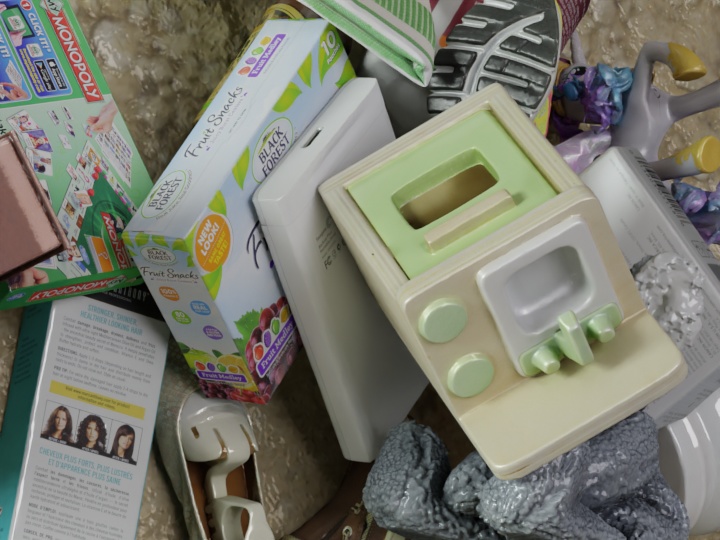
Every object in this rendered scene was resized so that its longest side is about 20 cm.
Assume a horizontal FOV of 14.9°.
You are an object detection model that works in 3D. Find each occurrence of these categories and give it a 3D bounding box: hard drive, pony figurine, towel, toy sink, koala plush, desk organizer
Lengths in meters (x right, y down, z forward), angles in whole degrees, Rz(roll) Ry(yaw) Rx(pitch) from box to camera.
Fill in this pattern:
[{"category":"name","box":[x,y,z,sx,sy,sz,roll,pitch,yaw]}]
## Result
[{"category":"hard drive","box":[0.000,0.000,1.707,0.132,0.027,0.200,-53,135,-42]},{"category":"pony figurine","box":[0.185,-0.070,1.870,0.166,0.200,0.194,9,88,-38]},{"category":"towel","box":[-0.017,-0.206,1.750,0.152,0.023,0.200,32,25,-24]},{"category":"toy sink","box":[0.080,0.002,1.591,0.130,0.200,0.112,-30,130,-3]},{"category":"koala plush","box":[0.129,0.080,1.683,0.183,0.177,0.201,21,75,-34]},{"category":"desk organizer","box":[-0.249,-0.009,1.540,0.077,0.200,0.072,-28,93,-33]}]

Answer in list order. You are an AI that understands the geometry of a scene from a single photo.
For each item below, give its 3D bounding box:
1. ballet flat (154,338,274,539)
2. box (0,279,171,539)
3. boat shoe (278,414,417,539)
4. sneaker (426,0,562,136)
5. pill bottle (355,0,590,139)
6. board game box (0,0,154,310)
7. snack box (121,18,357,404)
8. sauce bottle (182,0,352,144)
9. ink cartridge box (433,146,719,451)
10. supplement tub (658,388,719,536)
[{"category":"ballet flat","box":[-0.080,0.134,1.695,0.067,0.062,0.201,-9,82,-35]},{"category":"box","box":[-0.171,0.096,1.653,0.082,0.049,0.201,19,67,-26]},{"category":"boat shoe","box":[-0.013,0.176,1.723,0.075,0.075,0.203,18,63,-14]},{"category":"sneaker","box":[0.086,-0.085,1.752,0.090,0.078,0.201,5,103,-67]},{"category":"pill bottle","box":[0.089,-0.177,1.860,0.114,0.114,0.200,42,59,-17]},{"category":"board game box","box":[-0.201,-0.077,1.656,0.134,0.029,0.200,-10,67,-42]},{"category":"snack box","box":[-0.056,-0.039,1.687,0.200,0.053,0.142,-59,138,-35]},{"category":"sauce bottle","box":[-0.047,-0.135,1.792,0.065,0.065,0.200,41,57,-17]},{"category":"ink cartridge box","box":[0.145,0.043,1.782,0.162,0.200,0.050,57,25,19]},{"category":"supplement tub","box":[0.246,0.097,1.871,0.200,0.140,0.141,-21,89,-35]}]
